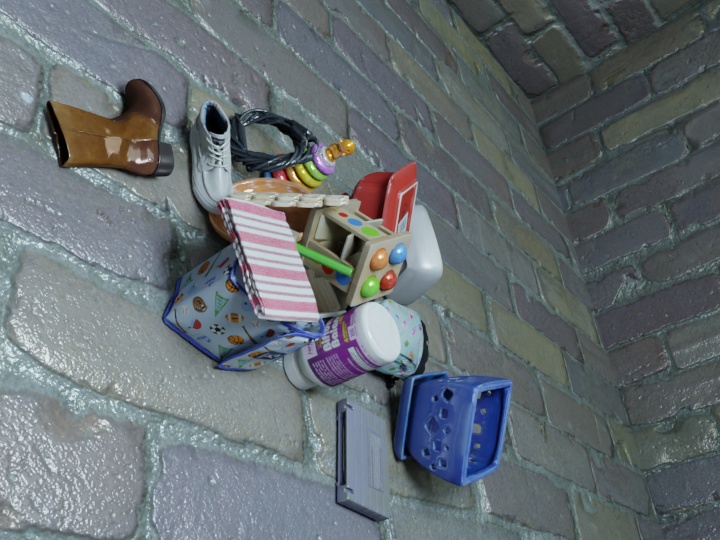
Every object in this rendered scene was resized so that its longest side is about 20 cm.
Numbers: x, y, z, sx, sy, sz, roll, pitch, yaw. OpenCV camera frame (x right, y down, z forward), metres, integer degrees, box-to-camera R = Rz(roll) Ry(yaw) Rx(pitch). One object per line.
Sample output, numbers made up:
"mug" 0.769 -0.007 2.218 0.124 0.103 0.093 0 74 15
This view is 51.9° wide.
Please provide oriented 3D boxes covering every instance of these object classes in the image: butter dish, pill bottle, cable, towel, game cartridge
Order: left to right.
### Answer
"cable" -0.191 -0.257 1.475 0.163 0.051 0.200 -36 59 -28
"towel" -0.136 -0.012 1.113 0.146 0.030 0.201 10 55 -58
"pill bottle" -0.037 0.141 1.311 0.112 0.200 0.113 40 36 -36
"game cartridge" 0.005 0.353 1.381 0.130 0.038 0.201 42 34 -40
"butter dish" 0.024 -0.125 1.516 0.200 0.147 0.200 -44 144 -63

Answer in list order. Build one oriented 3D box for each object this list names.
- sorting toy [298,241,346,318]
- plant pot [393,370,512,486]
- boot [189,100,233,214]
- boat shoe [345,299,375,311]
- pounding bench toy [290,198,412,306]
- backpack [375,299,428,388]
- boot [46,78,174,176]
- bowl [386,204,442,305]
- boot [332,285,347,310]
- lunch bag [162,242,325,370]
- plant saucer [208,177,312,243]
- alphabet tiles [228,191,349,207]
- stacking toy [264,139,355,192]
"sorting toy" -0.146 0.015 1.354 0.180 0.107 0.201 -8 73 -53
"plant pot" 0.183 0.306 1.515 0.200 0.179 0.201 4 95 -57
"boot" -0.263 -0.205 1.317 0.073 0.096 0.201 -6 62 -26
"boat shoe" -0.006 0.108 1.410 0.068 0.200 0.084 26 17 -7
"pounding bench toy" -0.029 -0.023 1.272 0.156 0.125 0.200 34 30 28
"backpack" 0.054 0.136 1.545 0.200 0.126 0.167 28 47 -42
"boot" -0.410 -0.240 1.185 0.200 0.068 0.189 1 73 -51
"bowl" 0.093 -0.035 1.705 0.074 0.200 0.201 1 63 -30
"boot" 0.000 0.000 1.433 0.070 0.146 0.201 -36 117 -50
"lunch bag" -0.177 0.073 1.168 0.200 0.170 0.124 44 36 -29
"plant saucer" -0.174 -0.099 1.345 0.200 0.199 0.038 -78 175 -49
"alphabet tiles" -0.120 -0.123 1.261 0.196 0.199 0.015 -78 170 -80
"stacking toy" -0.094 -0.218 1.515 0.116 0.200 0.110 40 36 -38
